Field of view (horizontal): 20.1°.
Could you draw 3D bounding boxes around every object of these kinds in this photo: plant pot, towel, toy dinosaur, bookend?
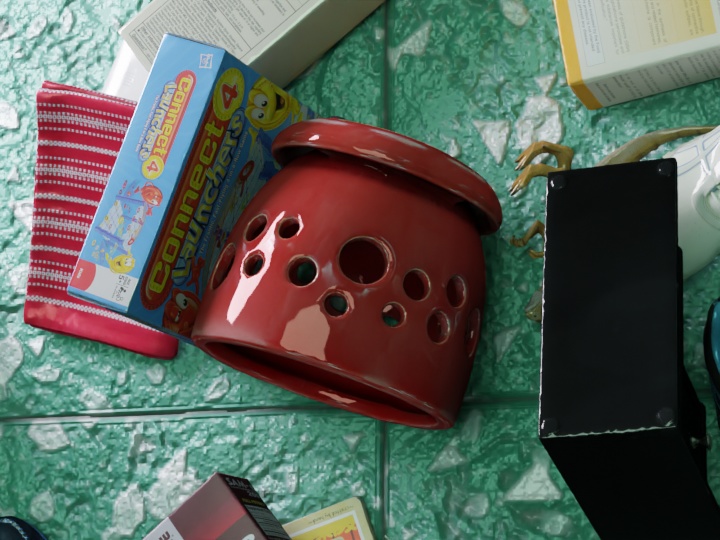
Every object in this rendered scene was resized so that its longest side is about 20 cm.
[{"bbox_3d":[0.000,0.000,1.453,0.200,0.200,0.183,16,81,22],"label":"plant pot"},{"bbox_3d":[-0.197,-0.037,1.581,0.144,0.022,0.201,14,110,21],"label":"towel"},{"bbox_3d":[0.167,-0.057,1.490,0.106,0.060,0.200,35,93,-10],"label":"toy dinosaur"},{"bbox_3d":[0.192,0.063,1.393,0.092,0.200,0.200,-6,59,18],"label":"bookend"}]

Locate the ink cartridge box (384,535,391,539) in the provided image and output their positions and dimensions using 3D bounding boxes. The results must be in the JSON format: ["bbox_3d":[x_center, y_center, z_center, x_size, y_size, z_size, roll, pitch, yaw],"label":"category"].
[{"bbox_3d":[0.081,0.251,1.367,0.145,0.200,0.048,38,90,22],"label":"ink cartridge box"}]

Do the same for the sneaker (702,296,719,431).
[{"bbox_3d":[0.275,0.112,1.393,0.073,0.082,0.201,-21,74,11],"label":"sneaker"}]

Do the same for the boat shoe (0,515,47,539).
[{"bbox_3d":[-0.248,0.278,1.549,0.084,0.069,0.201,-30,70,11],"label":"boat shoe"}]

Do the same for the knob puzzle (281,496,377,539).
[{"bbox_3d":[-0.052,0.291,1.498,0.218,0.030,0.221,-4,77,18],"label":"knob puzzle"}]

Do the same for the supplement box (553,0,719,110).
[{"bbox_3d":[0.242,-0.206,1.477,0.199,0.074,0.127,-13,74,17],"label":"supplement box"}]

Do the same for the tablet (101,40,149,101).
[{"bbox_3d":[-0.172,-0.086,1.630,0.130,0.014,0.201,21,87,22],"label":"tablet"}]

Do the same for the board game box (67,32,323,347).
[{"bbox_3d":[-0.110,-0.047,1.499,0.056,0.196,0.201,18,85,28],"label":"board game box"}]

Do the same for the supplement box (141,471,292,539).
[{"bbox_3d":[-0.075,0.257,1.464,0.109,0.061,0.200,-43,67,7],"label":"supplement box"}]

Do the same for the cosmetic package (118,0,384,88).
[{"bbox_3d":[-0.077,-0.205,1.582,0.200,0.073,0.104,-39,69,3],"label":"cosmetic package"}]

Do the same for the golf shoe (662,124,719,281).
[{"bbox_3d":[0.262,-0.069,1.420,0.078,0.097,0.200,39,96,-7],"label":"golf shoe"}]
